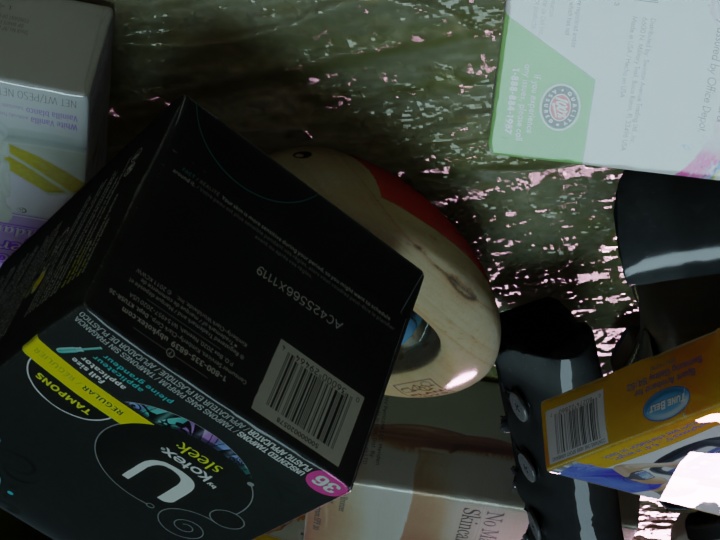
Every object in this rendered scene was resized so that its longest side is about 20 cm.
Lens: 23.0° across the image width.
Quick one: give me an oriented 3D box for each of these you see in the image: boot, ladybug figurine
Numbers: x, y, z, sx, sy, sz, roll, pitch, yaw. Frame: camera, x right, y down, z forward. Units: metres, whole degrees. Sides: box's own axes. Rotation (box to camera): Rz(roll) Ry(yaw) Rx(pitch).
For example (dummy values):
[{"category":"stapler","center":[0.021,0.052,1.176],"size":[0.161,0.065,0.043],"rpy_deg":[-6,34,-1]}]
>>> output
[{"category":"boot","center":[0.209,-0.014,0.762],"size":[0.199,0.165,0.066],"rpy_deg":[0,139,13]},{"category":"ladybug figurine","center":[0.000,0.000,0.931],"size":[0.135,0.072,0.200],"rpy_deg":[-13,141,31]},{"category":"boot","center":[0.181,0.048,0.932],"size":[0.074,0.097,0.200],"rpy_deg":[-6,149,-4]},{"category":"boot","center":[0.130,0.128,0.957],"size":[0.065,0.201,0.165],"rpy_deg":[-15,-161,-24]}]

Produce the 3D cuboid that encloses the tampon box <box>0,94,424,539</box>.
[{"category":"tampon box","center":[-0.096,0.045,0.845],"size":[0.150,0.127,0.200],"rpy_deg":[35,141,-18]}]

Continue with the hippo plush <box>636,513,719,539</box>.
[{"category":"hippo plush","center":[0.215,0.202,1.177],"size":[0.160,0.160,0.199],"rpy_deg":[2,-165,44]}]

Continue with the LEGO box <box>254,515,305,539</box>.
[{"category":"LEGO box","center":[-0.006,0.215,1.201],"size":[0.199,0.150,0.077],"rpy_deg":[10,148,-2]}]

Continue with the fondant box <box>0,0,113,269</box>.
[{"category":"fondant box","center":[-0.203,-0.064,0.894],"size":[0.143,0.059,0.200],"rpy_deg":[11,149,-4]}]

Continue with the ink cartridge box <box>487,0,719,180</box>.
[{"category":"ink cartridge box","center":[0.156,-0.100,0.702],"size":[0.199,0.067,0.118],"rpy_deg":[7,120,3]}]

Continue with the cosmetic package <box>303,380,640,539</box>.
[{"category":"cosmetic package","center":[0.069,0.127,1.103],"size":[0.199,0.088,0.104],"rpy_deg":[7,147,1]}]

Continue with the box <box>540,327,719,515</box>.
[{"category":"box","center":[0.200,0.084,0.864],"size":[0.199,0.042,0.119],"rpy_deg":[19,148,-34]}]

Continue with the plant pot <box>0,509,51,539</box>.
[{"category":"plant pot","center":[-0.190,0.210,1.224],"size":[0.199,0.202,0.193],"rpy_deg":[-3,159,17]}]

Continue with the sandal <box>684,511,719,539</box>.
[{"category":"sandal","center":[0.266,0.152,1.053],"size":[0.075,0.045,0.199],"rpy_deg":[-10,173,42]}]
